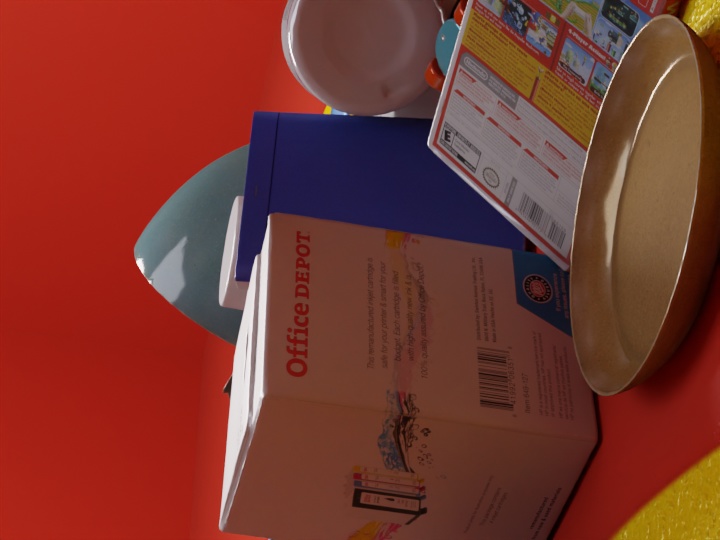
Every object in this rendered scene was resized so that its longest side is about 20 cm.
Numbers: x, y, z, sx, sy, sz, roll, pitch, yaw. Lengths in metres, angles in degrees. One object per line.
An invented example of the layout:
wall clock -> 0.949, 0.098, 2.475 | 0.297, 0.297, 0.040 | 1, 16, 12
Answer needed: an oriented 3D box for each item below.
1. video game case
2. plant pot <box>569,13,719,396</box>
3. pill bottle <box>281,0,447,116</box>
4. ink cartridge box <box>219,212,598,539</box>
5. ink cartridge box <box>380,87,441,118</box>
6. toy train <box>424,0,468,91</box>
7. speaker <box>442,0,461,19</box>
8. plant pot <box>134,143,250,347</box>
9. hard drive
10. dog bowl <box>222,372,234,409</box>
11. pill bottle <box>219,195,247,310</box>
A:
video game case -> 0.111, -0.119, 1.045 | 0.143, 0.017, 0.201 | 45, 136, 34
plant pot -> 0.153, -0.033, 0.916 | 0.200, 0.027, 0.202 | -172, 90, -81
pill bottle -> -0.002, -0.175, 1.284 | 0.200, 0.112, 0.114 | -120, 40, -80
ink cartridge box -> 0.024, 0.076, 1.065 | 0.145, 0.198, 0.148 | 109, 167, -45
ink cartridge box -> 0.054, -0.148, 1.464 | 0.145, 0.084, 0.202 | 135, 141, -74
toy train -> 0.112, -0.154, 1.110 | 0.200, 0.055, 0.151 | 22, 117, 57
speaker -> 0.092, -0.215, 1.302 | 0.200, 0.081, 0.082 | -100, 21, -62
plant pot -> -0.065, -0.029, 1.415 | 0.135, 0.199, 0.200 | -59, 15, 16
hard drive -> 0.018, -0.046, 1.223 | 0.025, 0.198, 0.133 | 83, -169, -66
dog bowl -> -0.003, 0.113, 1.243 | 0.059, 0.199, 0.201 | -73, -3, -62
pill bottle -> 0.000, 0.000, 1.288 | 0.111, 0.198, 0.112 | -171, 90, -81
